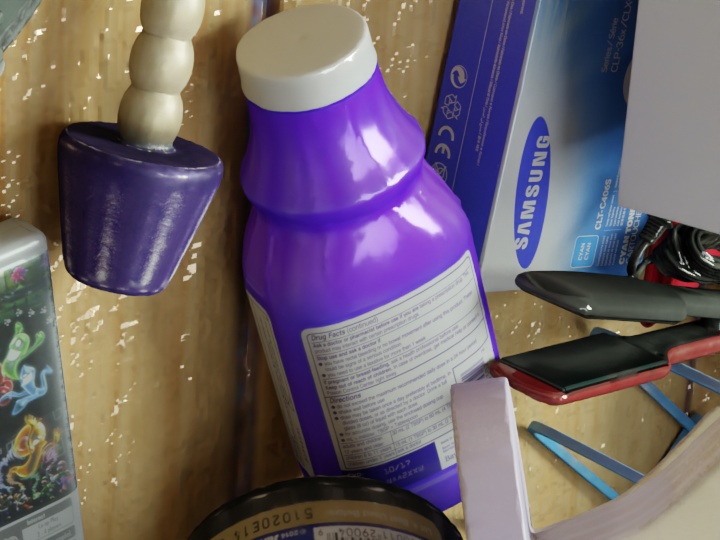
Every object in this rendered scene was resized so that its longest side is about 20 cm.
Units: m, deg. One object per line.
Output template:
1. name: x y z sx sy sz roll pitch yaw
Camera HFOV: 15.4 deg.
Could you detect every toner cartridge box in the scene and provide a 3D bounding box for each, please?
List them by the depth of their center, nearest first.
1. toner cartridge box: 0.083 -0.094 1.015 0.095 0.043 0.200 -4 113 -42

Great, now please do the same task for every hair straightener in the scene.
1. hair straightener: 0.127 0.004 1.026 0.200 0.041 0.077 -4 114 -47

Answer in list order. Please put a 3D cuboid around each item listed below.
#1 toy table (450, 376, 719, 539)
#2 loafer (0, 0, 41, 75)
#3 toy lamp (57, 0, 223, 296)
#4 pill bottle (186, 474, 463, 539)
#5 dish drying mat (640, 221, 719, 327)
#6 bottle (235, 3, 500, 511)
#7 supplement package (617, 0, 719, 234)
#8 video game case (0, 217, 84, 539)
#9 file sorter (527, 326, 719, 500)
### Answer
1. toy table: 0.101 0.118 0.926 0.117 0.184 0.200 -7 142 3
2. loafer: -0.158 -0.043 0.793 0.200 0.063 0.072 -41 133 -22
3. toy lamp: -0.061 -0.091 0.869 0.058 0.058 0.200 -2 109 -43
4. pill bottle: -0.006 0.180 0.929 0.112 0.200 0.112 -4 138 -3
5. dish drying mat: 0.184 -0.058 1.122 0.200 0.018 0.077 -44 156 -29
6. bottle: 0.000 0.000 0.962 0.083 0.065 0.200 -26 127 -15
7. supplement package: 0.185 -0.101 1.001 0.200 0.114 0.110 -48 149 -48
8. video game case: -0.179 0.097 0.873 0.200 0.023 0.182 -24 125 -33
9. file sorter: 0.110 0.144 1.092 0.123 0.139 0.200 40 81 -43
